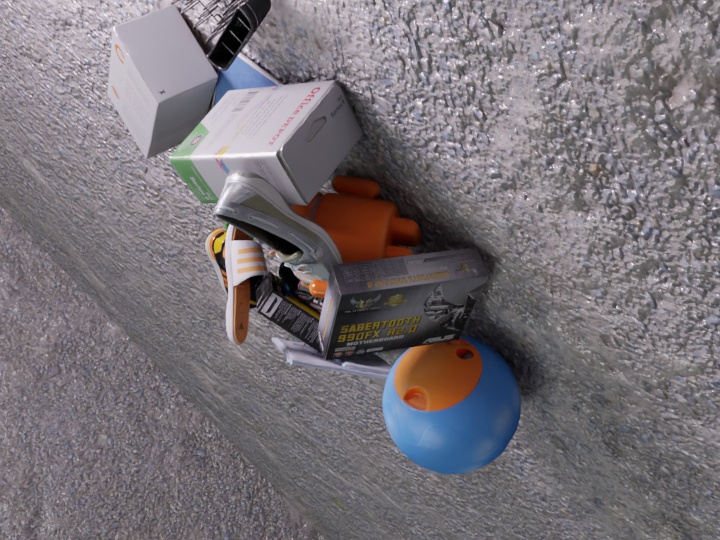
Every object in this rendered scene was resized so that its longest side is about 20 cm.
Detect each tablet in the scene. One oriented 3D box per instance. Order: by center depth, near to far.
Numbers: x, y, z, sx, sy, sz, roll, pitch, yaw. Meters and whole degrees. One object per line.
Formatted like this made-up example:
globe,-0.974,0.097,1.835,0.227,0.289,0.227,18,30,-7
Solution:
tablet,-0.122,-0.210,1.180,0.200,0.014,0.130,37,141,11

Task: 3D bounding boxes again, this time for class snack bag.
snack bag,-0.048,0.148,1.492,0.199,0.022,0.189,11,-175,-17

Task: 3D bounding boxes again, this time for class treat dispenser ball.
treat dispenser ball,0.132,0.193,1.250,0.201,0.201,0.201,35,155,19

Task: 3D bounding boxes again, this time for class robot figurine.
robot figurine,-0.020,-0.046,1.155,0.199,0.117,0.145,8,115,13

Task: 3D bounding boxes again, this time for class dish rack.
dish rack,-0.199,-0.355,1.043,0.200,0.055,0.153,48,155,-9

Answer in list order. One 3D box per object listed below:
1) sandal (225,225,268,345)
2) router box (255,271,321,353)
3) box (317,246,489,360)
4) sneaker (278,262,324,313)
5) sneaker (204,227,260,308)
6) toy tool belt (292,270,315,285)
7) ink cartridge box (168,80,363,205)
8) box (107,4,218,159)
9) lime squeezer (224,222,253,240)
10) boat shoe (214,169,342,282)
sandal,-0.176,0.017,1.383,0.059,0.208,0.079,0,-178,16
router box,-0.108,0.074,1.490,0.149,0.051,0.200,34,-177,-11
box,0.052,0.045,1.123,0.159,0.199,0.048,106,152,-53
sneaker,-0.063,0.040,1.414,0.200,0.081,0.086,23,180,36
sneaker,-0.231,0.009,1.677,0.090,0.070,0.201,24,148,44
toy tool belt,0.000,0.000,1.264,0.199,0.125,0.123,18,169,14
ink cartridge box,-0.119,-0.159,1.087,0.199,0.146,0.088,3,137,40
box,-0.291,-0.268,1.246,0.125,0.097,0.200,59,157,3
lime squeezer,-0.202,-0.083,1.436,0.038,0.071,0.200,-1,163,11
boat shoe,-0.097,-0.040,1.037,0.074,0.065,0.202,5,151,40
